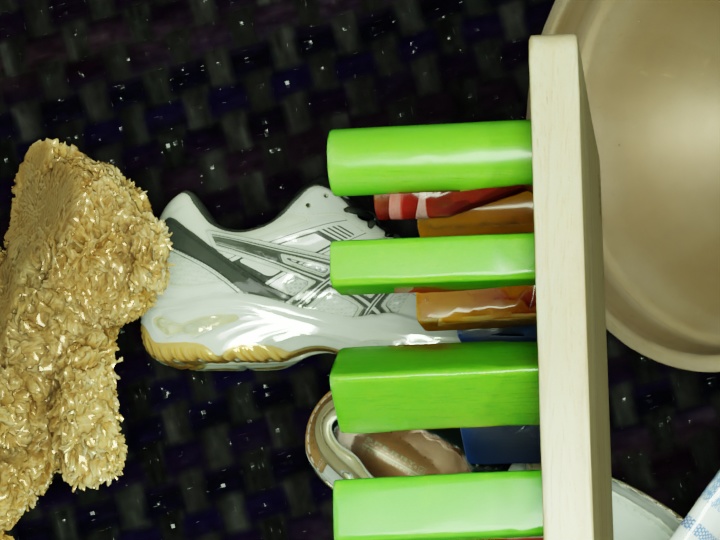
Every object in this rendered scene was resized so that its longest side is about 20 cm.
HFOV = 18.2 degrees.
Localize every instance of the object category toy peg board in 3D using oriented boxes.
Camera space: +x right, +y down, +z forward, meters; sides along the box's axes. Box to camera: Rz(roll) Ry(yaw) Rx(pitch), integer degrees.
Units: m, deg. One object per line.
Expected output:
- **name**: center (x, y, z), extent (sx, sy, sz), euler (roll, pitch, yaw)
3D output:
- **toy peg board**: center (0.047, 0.032, 0.889), extent (0.097, 0.199, 0.201), euler (-2, 79, 8)

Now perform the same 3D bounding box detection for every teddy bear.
- **teddy bear**: center (-0.147, 0.044, 1.000), extent (0.067, 0.145, 0.201), euler (19, 88, -42)

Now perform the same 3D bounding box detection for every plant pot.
- **plant pot**: center (0.173, -0.060, 0.985), extent (0.092, 0.200, 0.202), euler (-5, 82, -41)

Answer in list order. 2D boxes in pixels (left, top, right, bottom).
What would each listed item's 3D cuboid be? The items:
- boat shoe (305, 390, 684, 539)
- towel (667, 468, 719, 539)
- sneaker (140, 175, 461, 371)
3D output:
- **boat shoe**: center (0.067, 0.110, 1.002), extent (0.199, 0.068, 0.075), euler (21, 85, 3)
- **towel**: center (0.172, 0.129, 0.968), extent (0.024, 0.147, 0.200), euler (36, 87, 37)
- **sneaker**: center (0.000, 0.000, 1.012), extent (0.199, 0.076, 0.088), euler (1, 82, 0)
